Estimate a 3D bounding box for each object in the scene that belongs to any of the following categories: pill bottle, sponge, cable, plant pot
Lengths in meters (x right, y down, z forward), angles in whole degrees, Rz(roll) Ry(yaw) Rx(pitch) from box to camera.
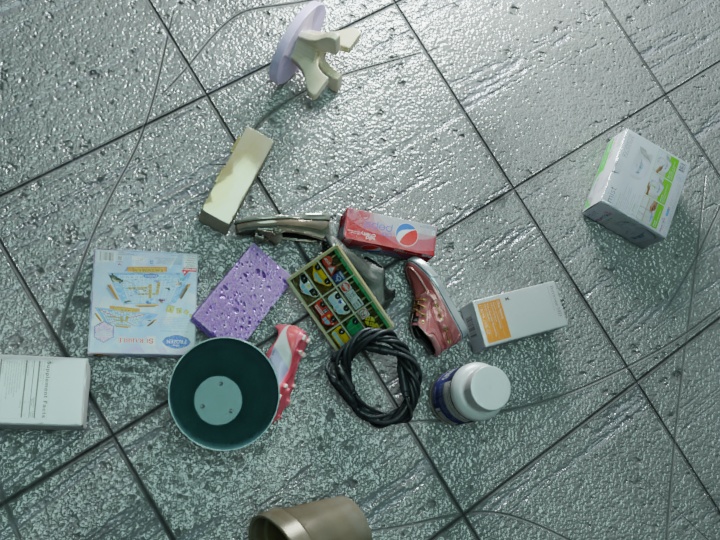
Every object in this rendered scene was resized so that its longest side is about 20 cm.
[{"bbox_3d":[0.215,0.239,1.690,0.110,0.200,0.112,4,75,-14],"label":"pill bottle"},{"bbox_3d":[-0.229,0.055,1.690,0.111,0.030,0.201,42,61,-12],"label":"sponge"},{"bbox_3d":[0.039,0.212,1.698,0.163,0.051,0.200,-41,95,-4],"label":"cable"},{"bbox_3d":[-0.078,0.501,1.568,0.172,0.200,0.202,-19,81,-35],"label":"plant pot"},{"bbox_3d":[-0.256,0.233,1.601,0.198,0.135,0.203,3,76,-14],"label":"plant pot"}]

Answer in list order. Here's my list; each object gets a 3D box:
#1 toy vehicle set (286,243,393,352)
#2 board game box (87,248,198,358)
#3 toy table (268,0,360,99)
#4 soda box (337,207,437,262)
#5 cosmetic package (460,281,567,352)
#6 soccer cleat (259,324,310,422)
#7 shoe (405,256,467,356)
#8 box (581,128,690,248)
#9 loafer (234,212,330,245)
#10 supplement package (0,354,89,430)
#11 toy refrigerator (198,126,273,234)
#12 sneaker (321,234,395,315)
[{"bbox_3d":[-0.039,0.063,1.717,0.124,0.027,0.201,-35,96,7],"label":"toy vehicle set"},{"bbox_3d":[-0.412,0.064,1.652,0.198,0.041,0.202,4,75,-15],"label":"board game box"},{"bbox_3d":[-0.091,-0.456,1.807,0.116,0.184,0.201,29,82,11],"label":"toy table"},{"bbox_3d":[0.055,-0.072,1.799,0.198,0.063,0.071,11,74,-13],"label":"soda box"},{"bbox_3d":[0.323,0.097,1.824,0.198,0.071,0.103,-13,80,-18],"label":"cosmetic package"},{"bbox_3d":[-0.162,0.201,1.681,0.076,0.067,0.202,15,76,22],"label":"soccer cleat"},{"bbox_3d":[0.133,0.075,1.778,0.091,0.071,0.201,-33,91,-25],"label":"shoe"},{"bbox_3d":[0.624,-0.185,1.961,0.175,0.097,0.202,27,71,-6],"label":"box"},{"bbox_3d":[-0.153,-0.079,1.745,0.198,0.072,0.064,-5,85,-19],"label":"loafer"},{"bbox_3d":[-0.583,0.216,1.525,0.198,0.121,0.121,4,75,-14],"label":"supplement package"},{"bbox_3d":[-0.251,-0.181,1.739,0.069,0.076,0.201,28,72,-6],"label":"toy refrigerator"},{"bbox_3d":[0.000,0.000,1.766,0.090,0.066,0.201,-38,95,-25],"label":"sneaker"}]
